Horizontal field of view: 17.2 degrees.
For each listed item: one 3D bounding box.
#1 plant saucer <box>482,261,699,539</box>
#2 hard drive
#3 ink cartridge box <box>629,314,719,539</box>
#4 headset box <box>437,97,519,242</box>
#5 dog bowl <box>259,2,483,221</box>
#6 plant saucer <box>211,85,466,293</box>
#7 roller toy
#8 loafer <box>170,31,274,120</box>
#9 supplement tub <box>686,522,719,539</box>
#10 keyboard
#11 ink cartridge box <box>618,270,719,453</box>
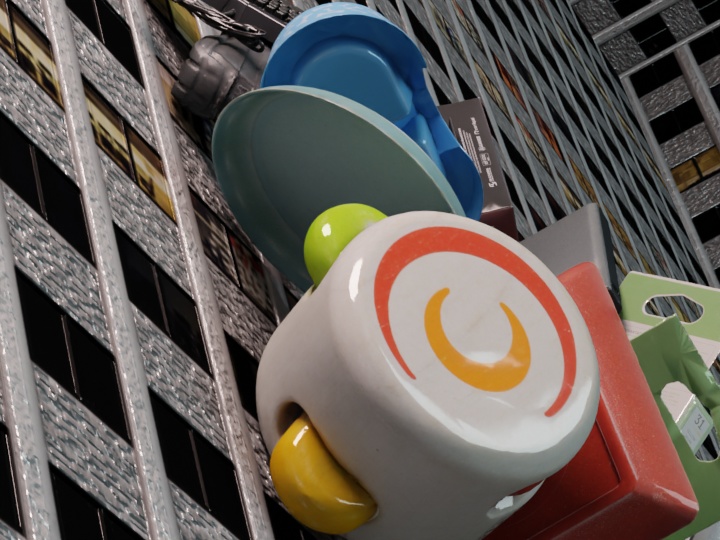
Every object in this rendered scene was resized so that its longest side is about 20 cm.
[{"bbox_3d":[0.092,0.115,1.512,0.037,0.200,0.200,31,32,-50],"label":"plant saucer"},{"bbox_3d":[0.159,0.018,2.091,0.033,0.139,0.200,56,14,-17],"label":"hard drive"},{"bbox_3d":[0.158,0.141,1.587,0.146,0.200,0.048,58,14,-10],"label":"ink cartridge box"},{"bbox_3d":[0.085,-0.029,1.920,0.149,0.075,0.200,-103,180,-50],"label":"headset box"},{"bbox_3d":[0.005,-0.091,1.579,0.050,0.111,0.200,-106,170,-60],"label":"dog bowl"},{"bbox_3d":[-0.006,-0.043,1.518,0.027,0.200,0.200,-50,118,-32],"label":"plant saucer"},{"bbox_3d":[0.037,0.073,1.415,0.182,0.140,0.200,17,50,-22],"label":"roller toy"},{"bbox_3d":[-0.074,-0.138,1.656,0.070,0.068,0.201,31,20,1],"label":"loafer"},{"bbox_3d":[0.210,0.249,1.693,0.123,0.122,0.200,53,52,-32],"label":"supplement tub"},{"bbox_3d":[-0.080,-0.182,1.627,0.200,0.021,0.127,31,22,14],"label":"keyboard"},{"bbox_3d":[0.232,0.100,1.980,0.145,0.200,0.048,13,-30,48],"label":"ink cartridge box"}]
